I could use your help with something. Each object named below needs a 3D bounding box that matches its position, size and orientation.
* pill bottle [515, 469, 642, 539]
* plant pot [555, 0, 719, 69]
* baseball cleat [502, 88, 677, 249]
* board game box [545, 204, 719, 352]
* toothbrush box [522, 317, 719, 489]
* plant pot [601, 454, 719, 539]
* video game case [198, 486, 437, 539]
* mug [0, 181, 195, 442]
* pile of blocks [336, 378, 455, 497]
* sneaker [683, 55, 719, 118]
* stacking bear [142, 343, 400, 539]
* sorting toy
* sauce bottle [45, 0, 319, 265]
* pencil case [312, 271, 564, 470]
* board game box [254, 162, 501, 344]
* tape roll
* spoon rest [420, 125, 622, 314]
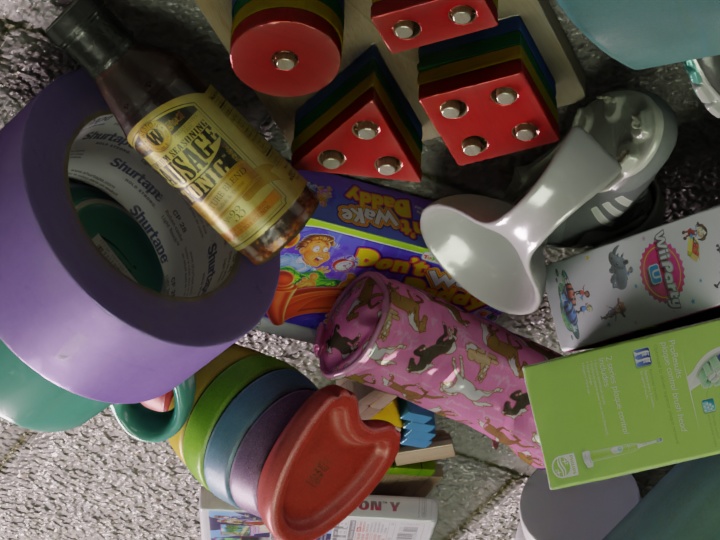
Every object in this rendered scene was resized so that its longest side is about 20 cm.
[{"bbox_3d":[0.184,0.236,1.979,0.116,0.117,0.200,-5,141,9],"label":"pill bottle"},{"bbox_3d":[0.170,-0.209,1.387,0.141,0.142,0.200,-10,148,15],"label":"plant pot"},{"bbox_3d":[0.169,-0.064,1.623,0.106,0.070,0.200,8,162,-25],"label":"baseball cleat"},{"bbox_3d":[0.239,-0.003,1.622,0.147,0.065,0.200,-8,171,-37],"label":"board game box"},{"bbox_3d":[0.228,0.076,1.612,0.199,0.087,0.145,-14,175,30],"label":"toothbrush box"},{"bbox_3d":[0.260,0.224,1.793,0.200,0.200,0.196,28,108,-30],"label":"plant pot"},{"bbox_3d":[-0.036,0.207,1.977,0.181,0.023,0.200,3,162,-2],"label":"video game case"},{"bbox_3d":[-0.185,0.021,1.688,0.184,0.153,0.114,18,138,-41],"label":"mug"},{"bbox_3d":[0.026,0.106,1.865,0.082,0.062,0.200,-8,151,0],"label":"pile of blocks"},{"bbox_3d":[0.268,-0.126,1.545,0.091,0.078,0.200,-29,142,29],"label":"sneaker"},{"bbox_3d":[-0.090,0.097,1.774,0.200,0.114,0.121,34,175,33],"label":"stacking bear"},{"bbox_3d":[0.016,-0.131,1.543,0.198,0.070,0.200,-13,140,19],"label":"sorting toy"},{"bbox_3d":[-0.114,-0.091,1.560,0.200,0.066,0.066,43,131,-10],"label":"sauce bottle"},{"bbox_3d":[0.066,0.069,1.721,0.199,0.083,0.087,26,105,-28],"label":"pencil case"},{"bbox_3d":[0.000,0.000,1.735,0.199,0.045,0.135,14,141,-16],"label":"board game box"},{"bbox_3d":[-0.153,-0.023,1.585,0.199,0.201,0.085,27,137,-29],"label":"tape roll"},{"bbox_3d":[0.096,-0.026,1.595,0.099,0.061,0.200,43,151,0],"label":"spoon rest"}]
